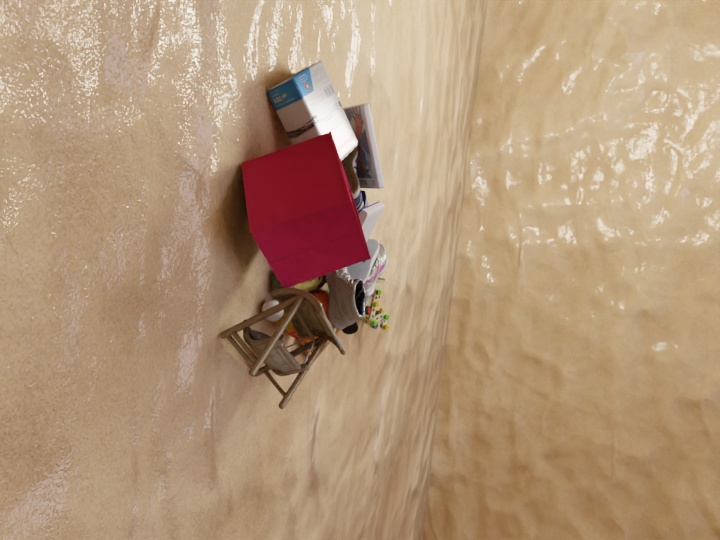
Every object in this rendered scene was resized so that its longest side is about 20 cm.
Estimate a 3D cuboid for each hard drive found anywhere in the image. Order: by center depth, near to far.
[{"bbox_3d":[0.004,-0.104,1.435,0.134,0.025,0.200,-63,173,17],"label":"hard drive"}]

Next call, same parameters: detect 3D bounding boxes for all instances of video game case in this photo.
[{"bbox_3d":[-0.015,-0.309,1.436,0.023,0.181,0.204,-21,108,-28],"label":"video game case"}]

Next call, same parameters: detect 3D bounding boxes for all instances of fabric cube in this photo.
[{"bbox_3d":[-0.109,-0.119,1.157,0.201,0.195,0.199,68,4,-53],"label":"fabric cube"}]

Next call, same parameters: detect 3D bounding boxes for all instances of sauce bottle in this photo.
[{"bbox_3d":[-0.128,0.018,1.376,0.198,0.064,0.066,-14,111,-53],"label":"sauce bottle"}]

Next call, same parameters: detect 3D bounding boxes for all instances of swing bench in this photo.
[{"bbox_3d":[-0.156,0.155,1.213,0.199,0.129,0.200,-40,146,-14],"label":"swing bench"}]

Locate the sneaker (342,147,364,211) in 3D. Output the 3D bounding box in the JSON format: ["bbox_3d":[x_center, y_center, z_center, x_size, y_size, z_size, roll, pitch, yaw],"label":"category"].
[{"bbox_3d":[-0.032,-0.224,1.389,0.109,0.068,0.203,79,4,-54],"label":"sneaker"}]

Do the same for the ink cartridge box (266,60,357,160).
[{"bbox_3d":[-0.102,-0.339,1.262,0.203,0.084,0.147,65,34,-22],"label":"ink cartridge box"}]

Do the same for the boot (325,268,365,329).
[{"bbox_3d":[-0.029,0.035,1.361,0.073,0.095,0.204,20,56,-46],"label":"boot"}]

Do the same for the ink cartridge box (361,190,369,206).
[{"bbox_3d":[-0.022,-0.169,1.568,0.200,0.097,0.040,64,39,-69],"label":"ink cartridge box"}]

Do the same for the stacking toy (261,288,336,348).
[{"bbox_3d":[-0.161,0.106,1.351,0.198,0.144,0.150,15,84,-50],"label":"stacking toy"}]

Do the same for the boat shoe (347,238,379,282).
[{"bbox_3d":[0.000,0.000,1.559,0.067,0.068,0.202,87,21,-47],"label":"boat shoe"}]

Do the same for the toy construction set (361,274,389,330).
[{"bbox_3d":[0.049,0.102,1.909,0.129,0.091,0.205,3,87,-45],"label":"toy construction set"}]

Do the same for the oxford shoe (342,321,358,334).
[{"bbox_3d":[-0.055,0.102,1.694,0.072,0.070,0.202,-101,178,-45],"label":"oxford shoe"}]

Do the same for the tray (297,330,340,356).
[{"bbox_3d":[-0.087,0.142,1.546,0.200,0.037,0.099,-47,146,-22],"label":"tray"}]

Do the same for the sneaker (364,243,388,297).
[{"bbox_3d":[0.035,-0.017,1.842,0.089,0.080,0.203,74,30,-50],"label":"sneaker"}]
